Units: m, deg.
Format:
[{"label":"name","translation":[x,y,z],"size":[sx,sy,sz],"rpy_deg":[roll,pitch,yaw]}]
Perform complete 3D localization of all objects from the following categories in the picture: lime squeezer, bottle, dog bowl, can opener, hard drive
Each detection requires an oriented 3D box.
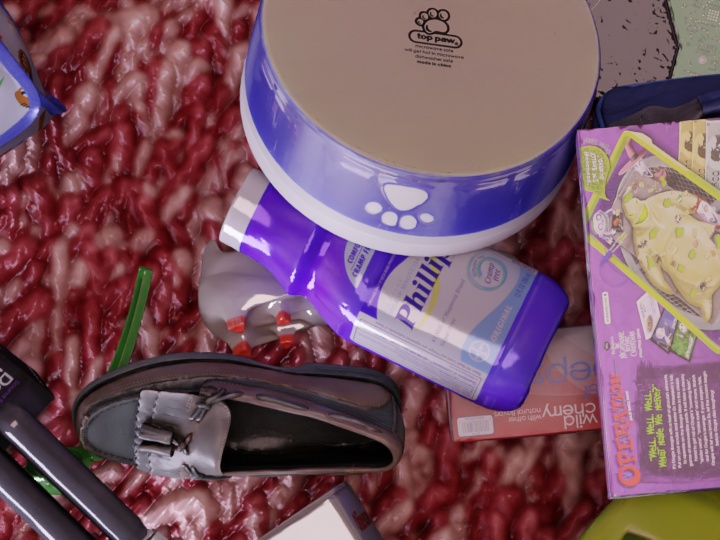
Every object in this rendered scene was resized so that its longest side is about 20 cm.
[{"label":"lime squeezer","translation":[-0.180,0.089,1.620],"size":[0.200,0.038,0.071],"rpy_deg":[-46,107,-5]},{"label":"bottle","translation":[0.017,0.005,1.536],"size":[0.199,0.065,0.084],"rpy_deg":[27,68,4]},{"label":"dog bowl","translation":[0.034,-0.112,1.525],"size":[0.198,0.079,0.201],"rpy_deg":[5,57,-8]},{"label":"can opener","translation":[-0.150,0.163,1.586],"size":[0.053,0.067,0.200],"rpy_deg":[-45,109,-4]},{"label":"hard drive","translation":[0.147,-0.171,1.626],"size":[0.198,0.038,0.141],"rpy_deg":[15,88,4]}]

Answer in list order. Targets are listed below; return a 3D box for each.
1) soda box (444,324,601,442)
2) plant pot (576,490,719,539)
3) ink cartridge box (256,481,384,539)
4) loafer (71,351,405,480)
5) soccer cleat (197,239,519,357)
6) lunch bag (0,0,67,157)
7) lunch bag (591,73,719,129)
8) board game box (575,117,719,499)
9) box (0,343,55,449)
[{"label":"soda box","translation":[0.149,0.063,1.598],"size":[0.198,0.070,0.064],"rpy_deg":[-5,86,2]},{"label":"plant pot","translation":[0.205,0.194,1.531],"size":[0.198,0.200,0.182],"rpy_deg":[27,83,5]},{"label":"ink cartridge box","translation":[0.007,0.230,1.558],"size":[0.083,0.147,0.201],"rpy_deg":[-31,85,1]},{"label":"loafer","translation":[-0.070,0.092,1.586],"size":[0.198,0.063,0.072],"rpy_deg":[-2,122,-9]},{"label":"soccer cleat","translation":[0.000,0.000,1.610],"size":[0.198,0.070,0.078],"rpy_deg":[-7,55,-6]},{"label":"lunch bag","translation":[-0.274,-0.097,1.557],"size":[0.169,0.200,0.124],"rpy_deg":[-33,86,-1]},{"label":"lunch bag","translation":[0.232,-0.044,1.544],"size":[0.198,0.136,0.133],"rpy_deg":[-6,123,1]},{"label":"board game box","translation":[0.184,0.019,1.451],"size":[0.119,0.032,0.202],"rpy_deg":[-4,83,-1]},{"label":"box","translation":[-0.287,0.072,1.564],"size":[0.143,0.200,0.036],"rpy_deg":[-46,47,0]}]
